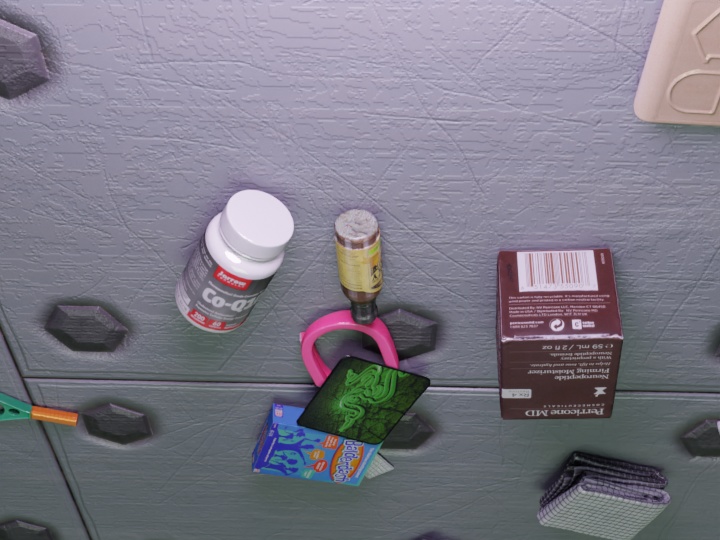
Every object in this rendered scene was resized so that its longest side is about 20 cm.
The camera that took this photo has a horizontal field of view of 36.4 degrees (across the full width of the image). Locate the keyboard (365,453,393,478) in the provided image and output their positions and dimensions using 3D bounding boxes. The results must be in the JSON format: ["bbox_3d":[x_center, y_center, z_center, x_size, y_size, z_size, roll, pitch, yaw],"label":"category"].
[{"bbox_3d":[-0.014,0.319,1.966,0.056,0.011,0.200,-21,134,25],"label":"keyboard"}]

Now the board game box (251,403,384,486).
[{"bbox_3d":[-0.075,0.307,1.912,0.200,0.045,0.152,10,134,-14],"label":"board game box"}]

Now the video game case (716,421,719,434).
[{"bbox_3d":[0.726,0.283,1.879,0.200,0.018,0.143,-14,136,19],"label":"video game case"}]

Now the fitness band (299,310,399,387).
[{"bbox_3d":[-0.016,0.134,1.733,0.143,0.037,0.200,-8,139,12],"label":"fitness band"}]

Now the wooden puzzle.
[{"bbox_3d":[0.433,-0.246,1.267,0.200,0.046,0.185,7,139,3],"label":"wooden puzzle"}]

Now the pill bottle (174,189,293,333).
[{"bbox_3d":[-0.174,-0.012,1.514,0.114,0.114,0.200,18,137,-17],"label":"pill bottle"}]

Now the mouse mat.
[{"bbox_3d":[0.003,0.216,1.790,0.161,0.008,0.200,17,131,-19],"label":"mouse mat"}]

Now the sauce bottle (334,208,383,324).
[{"bbox_3d":[0.000,0.000,1.559,0.065,0.065,0.200,-1,141,4],"label":"sauce bottle"}]

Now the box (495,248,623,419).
[{"bbox_3d":[0.279,0.092,1.570,0.166,0.164,0.200,-2,139,6],"label":"box"}]

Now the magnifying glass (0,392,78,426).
[{"bbox_3d":[-0.593,0.244,1.904,0.200,0.022,0.080,10,139,-9],"label":"magnifying glass"}]

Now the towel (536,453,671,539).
[{"bbox_3d":[0.440,0.416,2.001,0.200,0.086,0.166,13,140,-14],"label":"towel"}]
